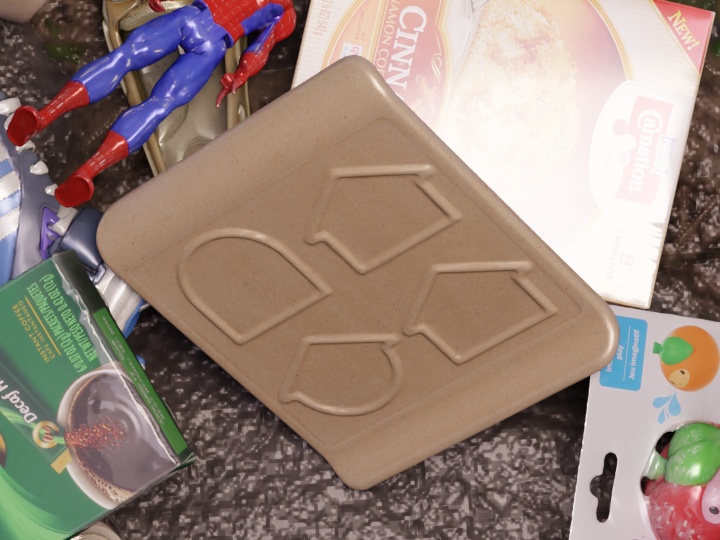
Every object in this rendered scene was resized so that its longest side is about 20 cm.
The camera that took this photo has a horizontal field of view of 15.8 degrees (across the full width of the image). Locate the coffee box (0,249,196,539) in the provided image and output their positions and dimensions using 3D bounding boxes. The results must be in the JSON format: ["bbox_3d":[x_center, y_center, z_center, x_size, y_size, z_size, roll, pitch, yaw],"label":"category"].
[{"bbox_3d":[-0.193,0.093,1.252,0.199,0.044,0.123,-31,89,10],"label":"coffee box"}]

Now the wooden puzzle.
[{"bbox_3d":[0.000,0.000,1.255,0.185,0.046,0.200,-30,116,32],"label":"wooden puzzle"}]

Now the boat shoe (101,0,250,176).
[{"bbox_3d":[-0.093,-0.108,1.322,0.073,0.063,0.202,-8,85,0],"label":"boat shoe"}]

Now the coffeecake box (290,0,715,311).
[{"bbox_3d":[0.064,-0.074,1.310,0.199,0.073,0.155,13,86,2],"label":"coffeecake box"}]

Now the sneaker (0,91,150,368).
[{"bbox_3d":[-0.158,-0.033,1.313,0.145,0.081,0.201,3,83,-4],"label":"sneaker"}]

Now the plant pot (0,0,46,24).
[{"bbox_3d":[-0.207,-0.219,1.287,0.173,0.200,0.201,34,86,-14],"label":"plant pot"}]

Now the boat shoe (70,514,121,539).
[{"bbox_3d":[-0.197,0.192,1.308,0.200,0.057,0.067,-45,121,1],"label":"boat shoe"}]

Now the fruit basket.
[{"bbox_3d":[0.201,0.121,1.268,0.199,0.094,0.187,10,85,-18],"label":"fruit basket"}]

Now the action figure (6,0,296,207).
[{"bbox_3d":[-0.084,-0.111,1.273,0.065,0.052,0.200,49,57,-4],"label":"action figure"}]
